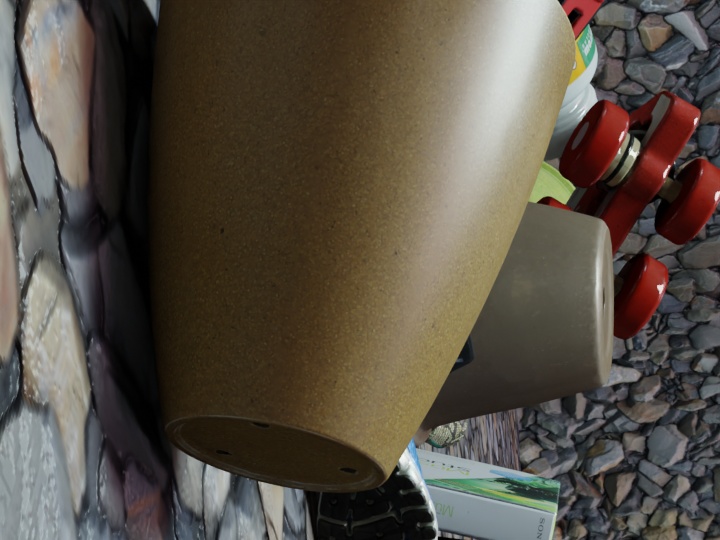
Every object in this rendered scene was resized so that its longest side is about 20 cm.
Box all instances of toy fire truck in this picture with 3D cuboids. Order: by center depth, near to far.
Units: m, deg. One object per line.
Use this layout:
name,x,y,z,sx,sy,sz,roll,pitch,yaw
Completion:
toy fire truck,0.189,-0.051,1.243,0.201,0.111,0.168,-60,-172,10

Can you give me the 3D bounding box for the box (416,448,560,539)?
box,0.079,0.172,1.218,0.200,0.143,0.037,-2,104,-82

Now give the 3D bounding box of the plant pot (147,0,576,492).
plant pot,-0.014,-0.018,0.667,0.187,0.184,0.202,68,31,-63

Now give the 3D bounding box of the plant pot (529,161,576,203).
plant pot,0.092,-0.025,1.404,0.184,0.198,0.203,23,61,-67

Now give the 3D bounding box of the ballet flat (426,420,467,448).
ballet flat,0.070,0.071,1.554,0.075,0.067,0.202,22,63,-63

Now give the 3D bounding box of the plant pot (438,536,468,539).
plant pot,0.095,0.290,1.150,0.200,0.198,0.179,45,52,-78

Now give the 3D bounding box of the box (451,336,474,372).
box,-0.002,-0.058,0.934,0.199,0.049,0.200,62,-5,29

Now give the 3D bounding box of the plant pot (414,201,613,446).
plant pot,0.084,0.024,1.101,0.200,0.173,0.203,0,90,-76

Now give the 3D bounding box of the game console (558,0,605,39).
game console,0.074,-0.145,1.039,0.031,0.201,0.177,34,9,-27

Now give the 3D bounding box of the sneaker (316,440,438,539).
sneaker,0.007,0.108,0.999,0.089,0.078,0.202,-71,153,-67

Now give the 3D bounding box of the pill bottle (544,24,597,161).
pill bottle,0.120,-0.188,1.245,0.113,0.112,0.201,-86,155,-52
